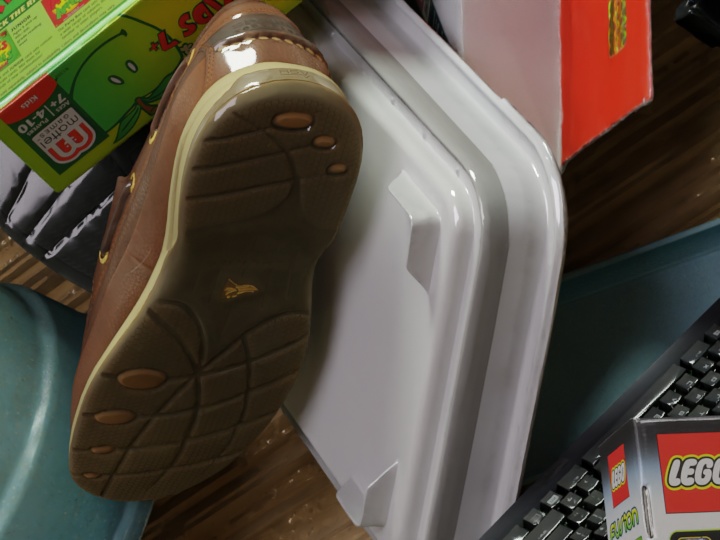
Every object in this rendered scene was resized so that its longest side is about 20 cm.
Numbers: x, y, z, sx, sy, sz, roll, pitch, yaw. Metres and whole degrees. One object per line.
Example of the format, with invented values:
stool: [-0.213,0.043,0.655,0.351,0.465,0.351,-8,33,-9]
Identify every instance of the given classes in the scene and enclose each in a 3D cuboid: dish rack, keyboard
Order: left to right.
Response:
dish rack: [0.000,0.000,0.927,0.200,0.043,0.172,-128,40,-53]
keyboard: [0.095,0.077,0.821,0.200,0.021,0.127,-44,35,-19]

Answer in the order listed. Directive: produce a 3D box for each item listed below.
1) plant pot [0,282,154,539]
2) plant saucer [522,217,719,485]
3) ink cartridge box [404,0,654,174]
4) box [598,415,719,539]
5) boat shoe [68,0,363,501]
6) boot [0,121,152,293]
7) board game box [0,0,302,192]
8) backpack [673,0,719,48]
plant pot: [-0.209,0.059,1.005,0.200,0.196,0.201,-36,35,31]
plant saucer: [0.083,0.034,0.943,0.200,0.019,0.070,-21,67,33]
ink cartridge box: [0.051,-0.128,0.928,0.174,0.043,0.201,136,135,-72]
box: [0.173,0.095,0.764,0.035,0.199,0.110,124,144,-68]
boat shoe: [-0.054,-0.004,0.918,0.068,0.072,0.200,-109,33,-44]
boot: [-0.123,-0.062,1.056,0.203,0.154,0.074,41,94,7]
board game box: [-0.054,-0.129,0.922,0.200,0.048,0.102,-38,47,5]
backpack: [0.176,-0.141,0.796,0.183,0.200,0.147,35,77,35]
